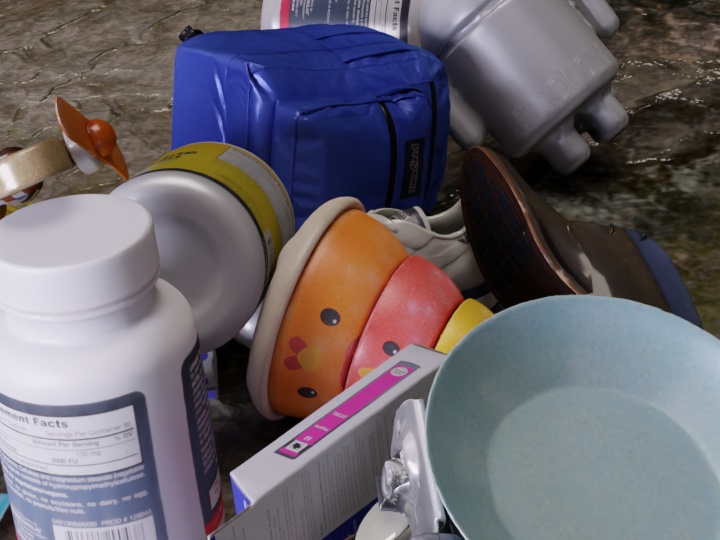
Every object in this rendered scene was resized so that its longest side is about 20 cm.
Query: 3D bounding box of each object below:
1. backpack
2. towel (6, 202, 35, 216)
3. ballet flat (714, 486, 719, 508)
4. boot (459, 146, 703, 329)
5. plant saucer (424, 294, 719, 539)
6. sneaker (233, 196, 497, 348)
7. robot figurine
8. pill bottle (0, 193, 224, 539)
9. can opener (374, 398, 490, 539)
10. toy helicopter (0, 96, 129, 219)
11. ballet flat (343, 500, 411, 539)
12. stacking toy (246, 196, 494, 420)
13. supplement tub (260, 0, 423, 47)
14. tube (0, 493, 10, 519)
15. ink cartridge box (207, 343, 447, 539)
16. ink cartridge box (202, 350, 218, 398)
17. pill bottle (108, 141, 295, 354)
[{"bbox_3d":[-0.021,-0.090,1.277,0.199,0.163,0.167,-13,31,-41],"label":"backpack"},{"bbox_3d":[-0.295,-0.032,1.116,0.199,0.018,0.086,-5,18,-43],"label":"towel"},{"bbox_3d":[0.192,0.098,0.972,0.071,0.072,0.200,-8,27,-5],"label":"ballet flat"},{"bbox_3d":[0.142,-0.004,1.132,0.096,0.075,0.201,-9,57,-30],"label":"boot"},{"bbox_3d":[0.126,0.101,0.863,0.200,0.039,0.202,6,49,-7],"label":"plant saucer"},{"bbox_3d":[0.000,0.000,1.179,0.199,0.081,0.076,-16,31,-17],"label":"sneaker"},{"bbox_3d":[0.124,-0.170,1.357,0.169,0.200,0.113,-40,-3,-10],"label":"robot figurine"},{"bbox_3d":[-0.144,0.067,0.947,0.119,0.201,0.120,-4,27,2],"label":"pill bottle"},{"bbox_3d":[0.049,0.152,0.837,0.066,0.053,0.201,2,53,-18],"label":"can opener"},{"bbox_3d":[-0.190,-0.056,0.990,0.132,0.079,0.200,-23,7,-16],"label":"toy helicopter"},{"bbox_3d":[0.047,0.133,0.929,0.068,0.068,0.200,15,34,36],"label":"ballet flat"},{"bbox_3d":[0.044,0.051,1.049,0.199,0.147,0.146,21,34,15],"label":"stacking toy"},{"bbox_3d":[0.025,-0.212,1.508,0.199,0.141,0.140,6,30,21],"label":"supplement tub"},{"bbox_3d":[-0.306,0.146,1.003,0.199,0.051,0.078,3,31,5],"label":"tube"},{"bbox_3d":[-0.016,0.126,0.925,0.037,0.095,0.200,15,34,35],"label":"ink cartridge box"},{"bbox_3d":[-0.194,0.061,1.137,0.197,0.044,0.200,-9,26,-5],"label":"ink cartridge box"},{"bbox_3d":[-0.101,-0.021,1.091,0.111,0.113,0.200,-2,11,6],"label":"pill bottle"}]
